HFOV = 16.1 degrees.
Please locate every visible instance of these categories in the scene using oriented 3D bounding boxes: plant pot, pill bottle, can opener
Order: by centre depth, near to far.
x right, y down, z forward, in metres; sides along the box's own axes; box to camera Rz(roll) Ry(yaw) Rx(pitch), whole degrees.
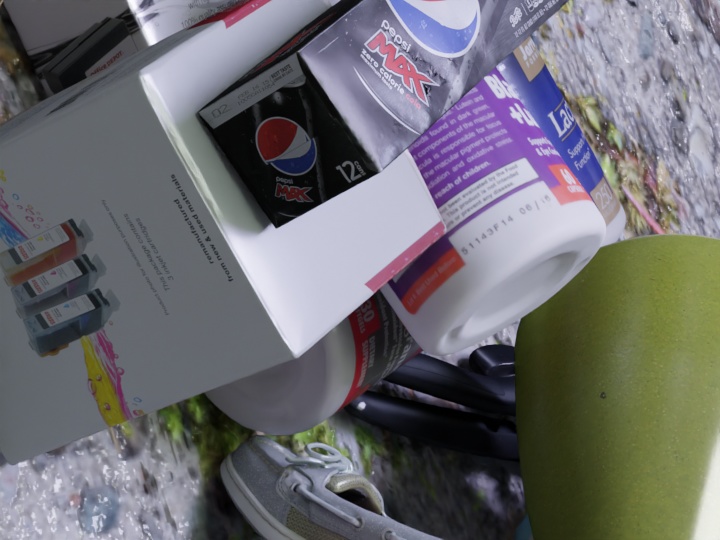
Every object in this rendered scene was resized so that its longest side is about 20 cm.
[{"bbox_3d":[0.024,-0.068,1.266,0.111,0.111,0.200,-15,66,-53],"label":"pill bottle"},{"bbox_3d":[0.163,0.114,1.342,0.187,0.187,0.200,49,32,-25],"label":"plant pot"},{"bbox_3d":[0.000,0.000,1.360,0.200,0.111,0.111,-33,100,-47],"label":"pill bottle"},{"bbox_3d":[0.062,0.080,1.468,0.200,0.079,0.063,7,107,-46],"label":"can opener"},{"bbox_3d":[0.062,-0.085,1.484,0.200,0.116,0.116,60,38,-12],"label":"pill bottle"}]

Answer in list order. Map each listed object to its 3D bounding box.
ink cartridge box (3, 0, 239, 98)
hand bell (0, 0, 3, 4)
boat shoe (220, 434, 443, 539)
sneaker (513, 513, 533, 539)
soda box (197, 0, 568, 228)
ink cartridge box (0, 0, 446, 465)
[{"bbox_3d":[-0.096,-0.124,1.331,0.145,0.084,0.200,-34,102,-53],"label":"ink cartridge box"},{"bbox_3d":[-0.202,-0.211,1.262,0.104,0.104,0.200,48,29,-26],"label":"hand bell"},{"bbox_3d":[0.008,0.131,1.270,0.074,0.202,0.065,28,93,-45],"label":"boat shoe"},{"bbox_3d":[0.191,0.154,1.523,0.131,0.080,0.200,39,40,18],"label":"sneaker"},{"bbox_3d":[0.016,-0.098,1.136,0.063,0.071,0.200,55,40,-8],"label":"soda box"},{"bbox_3d":[-0.097,-0.023,1.188,0.145,0.200,0.145,-40,105,-49],"label":"ink cartridge box"}]
